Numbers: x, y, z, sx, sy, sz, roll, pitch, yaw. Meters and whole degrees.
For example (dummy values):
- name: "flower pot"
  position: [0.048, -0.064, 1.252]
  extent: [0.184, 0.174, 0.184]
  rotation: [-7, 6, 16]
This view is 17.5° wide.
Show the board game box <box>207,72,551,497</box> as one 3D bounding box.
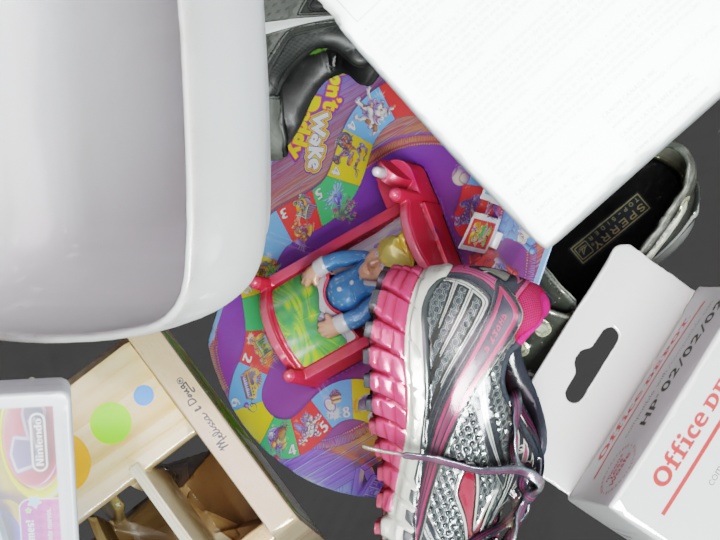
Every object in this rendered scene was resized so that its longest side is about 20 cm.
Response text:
- name: "board game box"
  position: [0.000, 0.000, 1.054]
  extent: [0.158, 0.039, 0.201]
  rotation: [21, 93, 30]

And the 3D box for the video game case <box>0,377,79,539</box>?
- name: "video game case"
  position: [-0.211, 0.115, 0.922]
  extent: [0.199, 0.018, 0.144]
  rotation: [-3, 112, -6]

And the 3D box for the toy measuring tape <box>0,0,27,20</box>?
- name: "toy measuring tape"
  position: [-0.078, -0.154, 1.094]
  extent: [0.074, 0.074, 0.200]
  rotation: [42, 57, 10]

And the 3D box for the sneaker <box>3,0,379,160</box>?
- name: "sneaker"
  position: [-0.075, -0.080, 1.062]
  extent: [0.200, 0.066, 0.091]
  rotation: [-29, 71, -3]

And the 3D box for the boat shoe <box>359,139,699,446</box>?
- name: "boat shoe"
  position: [0.075, 0.011, 1.074]
  extent: [0.200, 0.064, 0.071]
  rotation: [-44, 80, -4]

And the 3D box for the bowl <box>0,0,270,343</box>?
- name: "bowl"
  position: [-0.107, -0.073, 0.966]
  extent: [0.199, 0.074, 0.201]
  rotation: [-2, 92, 47]

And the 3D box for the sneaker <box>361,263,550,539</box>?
- name: "sneaker"
  position: [0.044, 0.097, 0.993]
  extent: [0.074, 0.081, 0.201]
  rotation: [0, 105, 11]

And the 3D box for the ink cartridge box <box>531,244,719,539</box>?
- name: "ink cartridge box"
  position: [0.174, 0.085, 1.022]
  extent: [0.200, 0.068, 0.115]
  rotation: [34, 83, -8]

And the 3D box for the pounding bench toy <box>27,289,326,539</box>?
- name: "pounding bench toy"
  position: [-0.097, 0.142, 1.031]
  extent: [0.156, 0.124, 0.200]
  rotation: [-37, 79, -3]

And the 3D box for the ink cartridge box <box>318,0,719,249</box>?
- name: "ink cartridge box"
  position: [0.068, -0.133, 0.967]
  extent: [0.162, 0.050, 0.200]
  rotation: [-42, 99, 9]
